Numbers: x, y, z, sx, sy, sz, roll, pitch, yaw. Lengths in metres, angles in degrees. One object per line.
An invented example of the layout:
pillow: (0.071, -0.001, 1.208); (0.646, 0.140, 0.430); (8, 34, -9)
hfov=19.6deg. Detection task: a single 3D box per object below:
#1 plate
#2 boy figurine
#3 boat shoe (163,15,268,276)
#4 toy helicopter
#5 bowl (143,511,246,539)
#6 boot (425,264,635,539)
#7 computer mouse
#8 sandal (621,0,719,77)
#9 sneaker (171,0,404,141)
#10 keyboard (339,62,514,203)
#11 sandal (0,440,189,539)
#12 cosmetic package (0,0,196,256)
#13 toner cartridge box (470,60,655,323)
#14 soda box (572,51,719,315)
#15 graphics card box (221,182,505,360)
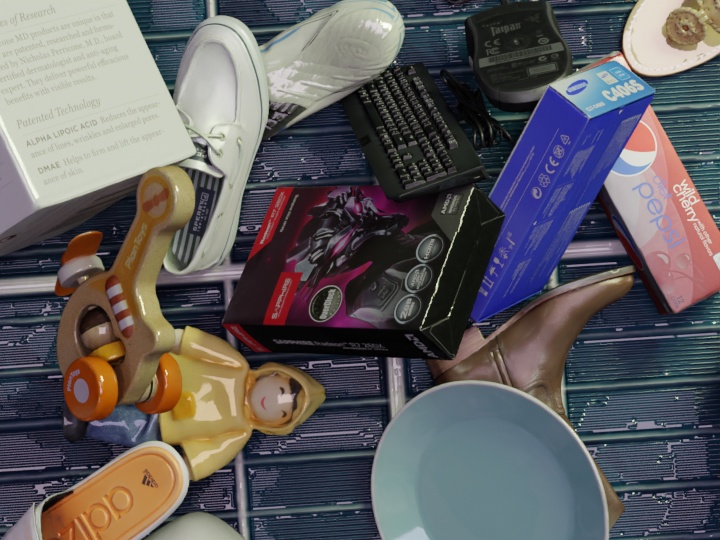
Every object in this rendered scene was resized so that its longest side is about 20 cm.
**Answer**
plate: (0.100, 0.177, 1.591); (0.200, 0.026, 0.201); (8, 107, 27)
boy figurine: (-0.128, 0.105, 1.607); (0.199, 0.064, 0.125); (3, 85, 2)
boat shoe: (-0.114, -0.089, 1.577); (0.073, 0.067, 0.201); (9, 109, 14)
toy helicopter: (-0.173, 0.005, 1.525); (0.132, 0.079, 0.200); (45, 122, 34)
bowl: (-0.132, 0.307, 1.594); (0.200, 0.075, 0.200); (-42, 88, -3)
boot: (0.167, 0.116, 1.610); (0.186, 0.064, 0.200); (-27, 85, 11)
computer mouse: (0.144, -0.178, 1.583); (0.140, 0.200, 0.046); (-14, 128, -2)
sandal: (0.300, -0.223, 1.622); (0.211, 0.070, 0.078); (-27, 89, -2)
sneaker: (-0.056, -0.151, 1.621); (0.200, 0.072, 0.072); (-23, 101, 12)
keyboard: (0.046, -0.119, 1.557); (0.104, 0.200, 0.040); (-16, 121, -5)
sandal: (-0.220, 0.199, 1.575); (0.207, 0.059, 0.079); (-42, 77, 19)
cosmetic package: (-0.261, -0.127, 1.530); (0.165, 0.165, 0.200); (-24, 88, -46)
toner cartridge box: (0.137, -0.058, 1.549); (0.043, 0.095, 0.200); (41, 126, 20)
soda box: (0.217, -0.066, 1.614); (0.063, 0.070, 0.200); (-28, 89, -1)
graphics card box: (0.000, 0.000, 1.542); (0.200, 0.051, 0.126); (2, 61, 40)
